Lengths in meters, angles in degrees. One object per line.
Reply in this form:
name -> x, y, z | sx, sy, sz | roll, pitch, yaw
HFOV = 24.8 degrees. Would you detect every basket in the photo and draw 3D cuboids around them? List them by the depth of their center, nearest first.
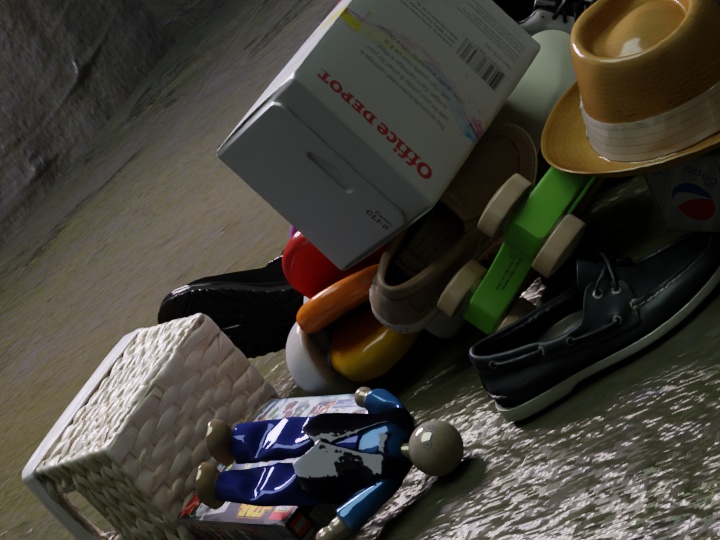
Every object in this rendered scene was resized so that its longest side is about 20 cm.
basket -> -0.180, 0.148, 1.469 | 0.123, 0.136, 0.200 | -24, 25, 42

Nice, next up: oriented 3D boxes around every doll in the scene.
doll -> -0.019, 0.140, 1.188 | 0.199, 0.049, 0.137 | -8, 47, 22

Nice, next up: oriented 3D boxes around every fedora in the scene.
fedora -> 0.196, -0.141, 1.095 | 0.200, 0.082, 0.201 | -21, 26, 11

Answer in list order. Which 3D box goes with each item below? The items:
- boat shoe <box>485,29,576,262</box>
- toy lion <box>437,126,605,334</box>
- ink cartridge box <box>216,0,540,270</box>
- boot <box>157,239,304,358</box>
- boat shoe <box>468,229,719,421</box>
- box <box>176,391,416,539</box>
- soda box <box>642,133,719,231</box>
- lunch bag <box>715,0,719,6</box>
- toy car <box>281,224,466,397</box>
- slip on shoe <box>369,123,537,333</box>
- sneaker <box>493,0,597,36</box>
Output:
boat shoe -> 0.138, -0.101, 1.368 | 0.071, 0.063, 0.201 | 13, 80, 23
toy lion -> 0.145, -0.044, 1.230 | 0.192, 0.069, 0.200 | -50, -9, -28
ink cartridge box -> 0.014, -0.132, 1.285 | 0.145, 0.145, 0.200 | -36, 15, 53
boot -> -0.085, 0.014, 1.585 | 0.210, 0.080, 0.158 | -4, 27, 2
boat shoe -> 0.159, 0.024, 1.120 | 0.199, 0.066, 0.075 | -35, 17, 23
box -> -0.055, 0.161, 1.314 | 0.137, 0.040, 0.200 | -52, 19, -25
soda box -> 0.275, -0.108, 1.131 | 0.068, 0.064, 0.200 | 1, 38, 45
lunch bag -> 0.313, -0.283, 1.328 | 0.200, 0.163, 0.118 | -86, 2, -67
toy car -> 0.000, 0.000, 1.393 | 0.175, 0.150, 0.200 | -35, 18, 26
slip on shoe -> 0.073, -0.043, 1.288 | 0.200, 0.076, 0.061 | -50, -25, -17
sneaker -> 0.200, -0.226, 1.499 | 0.199, 0.080, 0.074 | 7, 76, 27
